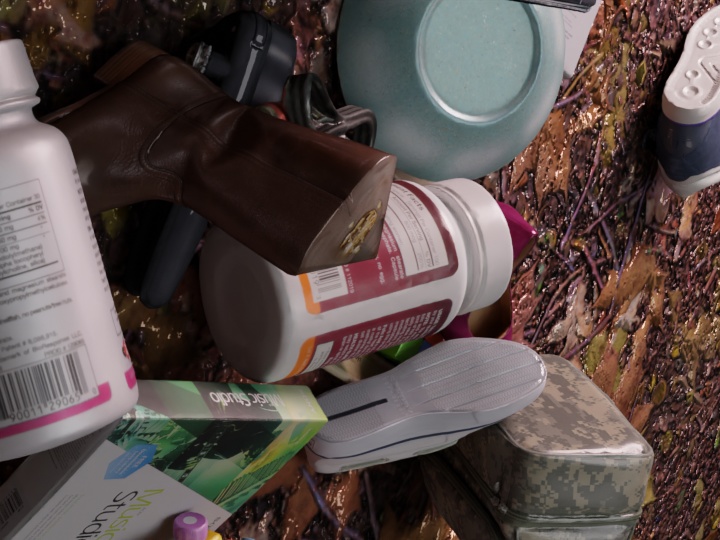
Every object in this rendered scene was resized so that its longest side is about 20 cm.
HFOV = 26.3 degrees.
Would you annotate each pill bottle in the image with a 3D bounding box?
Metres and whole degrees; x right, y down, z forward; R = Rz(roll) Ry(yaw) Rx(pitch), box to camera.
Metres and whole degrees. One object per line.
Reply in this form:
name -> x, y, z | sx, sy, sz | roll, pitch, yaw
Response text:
pill bottle -> 0.000, 0.000, 1.063 | 0.199, 0.114, 0.115 | -14, 116, -34
pill bottle -> -0.193, -0.011, 0.797 | 0.113, 0.113, 0.201 | -22, 101, -47

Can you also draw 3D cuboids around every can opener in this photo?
can opener -> -0.100, -0.070, 0.975 | 0.078, 0.063, 0.201 | 24, 88, -25

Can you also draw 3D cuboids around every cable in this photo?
cable -> -0.035, -0.094, 1.021 | 0.200, 0.050, 0.098 | -48, 146, -67

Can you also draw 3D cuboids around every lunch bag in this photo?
lunch bag -> 0.138, 0.182, 1.285 | 0.139, 0.200, 0.168 | -1, 113, -23

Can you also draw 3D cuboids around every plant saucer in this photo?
plant saucer -> 0.079, -0.163, 1.133 | 0.200, 0.039, 0.202 | -4, 100, -28

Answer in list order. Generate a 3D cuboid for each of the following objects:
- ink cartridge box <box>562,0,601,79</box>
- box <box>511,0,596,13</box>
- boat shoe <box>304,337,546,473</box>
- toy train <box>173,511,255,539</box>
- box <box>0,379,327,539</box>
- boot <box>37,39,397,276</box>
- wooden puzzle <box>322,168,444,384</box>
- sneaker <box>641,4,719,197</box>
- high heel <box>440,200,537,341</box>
ink cartridge box -> 0.148, -0.283, 1.241 | 0.196, 0.043, 0.201 | 28, 80, -52
box -> 0.025, -0.239, 0.957 | 0.196, 0.200, 0.124 | -2, 105, -53
boat shoe -> 0.047, 0.106, 1.205 | 0.199, 0.074, 0.067 | -11, 146, -13
toy train -> -0.109, 0.249, 1.027 | 0.200, 0.055, 0.151 | -59, 152, -35
box -> -0.130, 0.127, 0.983 | 0.144, 0.036, 0.200 | -45, 153, 24
boot -> -0.097, -0.032, 0.873 | 0.187, 0.200, 0.064 | -53, 159, -21
wooden puzzle -> 0.035, -0.001, 1.205 | 0.185, 0.046, 0.201 | 36, 75, -53
sneaker -> 0.357, -0.165, 1.553 | 0.200, 0.080, 0.147 | -51, 148, -33
high heel -> 0.108, 0.024, 1.196 | 0.067, 0.096, 0.200 | -50, 141, -22
